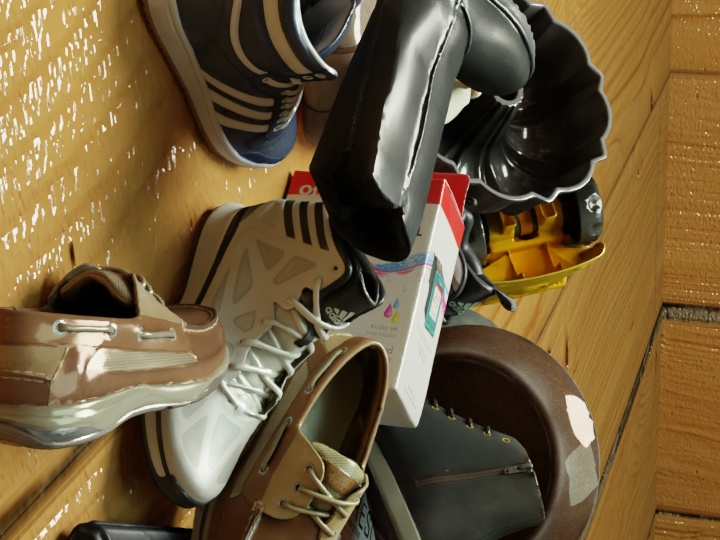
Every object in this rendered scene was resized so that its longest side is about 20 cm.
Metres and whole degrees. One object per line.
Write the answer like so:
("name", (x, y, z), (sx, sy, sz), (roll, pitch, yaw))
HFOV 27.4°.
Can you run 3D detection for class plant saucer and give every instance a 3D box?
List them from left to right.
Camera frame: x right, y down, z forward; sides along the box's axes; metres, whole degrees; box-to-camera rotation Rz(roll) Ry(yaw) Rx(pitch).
("plant saucer", (0.072, 0.138, 1.072), (0.034, 0.200, 0.201), (15, 81, -65))

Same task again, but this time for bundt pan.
("bundt pan", (0.102, -0.133, 1.213), (0.076, 0.201, 0.202), (-43, -153, 58))

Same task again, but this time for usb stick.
("usb stick", (-0.117, 0.176, 0.858), (0.200, 0.032, 0.056), (32, 58, -69))

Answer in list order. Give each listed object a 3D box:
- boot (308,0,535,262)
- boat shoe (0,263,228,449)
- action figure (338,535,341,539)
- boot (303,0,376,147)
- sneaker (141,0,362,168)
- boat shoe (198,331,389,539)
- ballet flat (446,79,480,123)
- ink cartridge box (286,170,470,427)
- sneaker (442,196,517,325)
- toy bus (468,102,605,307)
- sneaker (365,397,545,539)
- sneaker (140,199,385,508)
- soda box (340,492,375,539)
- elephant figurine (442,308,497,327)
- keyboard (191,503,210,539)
("boot", (0.043, -0.093, 0.889), (0.165, 0.065, 0.201), (45, 46, -43))
("boat shoe", (-0.121, 0.033, 0.742), (0.200, 0.075, 0.072), (-24, 116, -71))
("action figure", (-0.017, 0.232, 0.952), (0.193, 0.104, 0.200), (26, 92, -55))
("boot", (0.001, -0.162, 1.076), (0.200, 0.070, 0.147), (-23, 123, -68))
("sneaker", (-0.045, -0.118, 0.868), (0.200, 0.108, 0.070), (61, 39, -59))
("boat shoe", (-0.035, 0.121, 0.868), (0.076, 0.074, 0.201), (33, 59, -30))
("ballet flat", (0.050, -0.132, 1.028), (0.200, 0.072, 0.072), (-48, 140, -56))
("ink cartridge box", (0.000, 0.000, 1.022), (0.067, 0.116, 0.201), (62, 37, -57))
("sneaker", (0.051, 0.035, 1.144), (0.078, 0.139, 0.201), (3, 92, -72))
("toy bus", (0.125, -0.065, 1.353), (0.192, 0.135, 0.201), (103, -28, -73))
("sneaker", (0.048, 0.114, 1.039), (0.075, 0.106, 0.200), (85, -16, -57))
("sneaker", (-0.053, 0.039, 0.854), (0.076, 0.115, 0.201), (44, 48, -43))
("soda box", (-0.031, 0.194, 1.053), (0.064, 0.068, 0.200), (-67, 154, -46))
("elephant figurine", (0.076, 0.113, 1.238), (0.200, 0.155, 0.142), (-58, 171, -69))
("keyboard", (-0.073, 0.101, 0.916), (0.056, 0.011, 0.201), (34, 50, -42))
